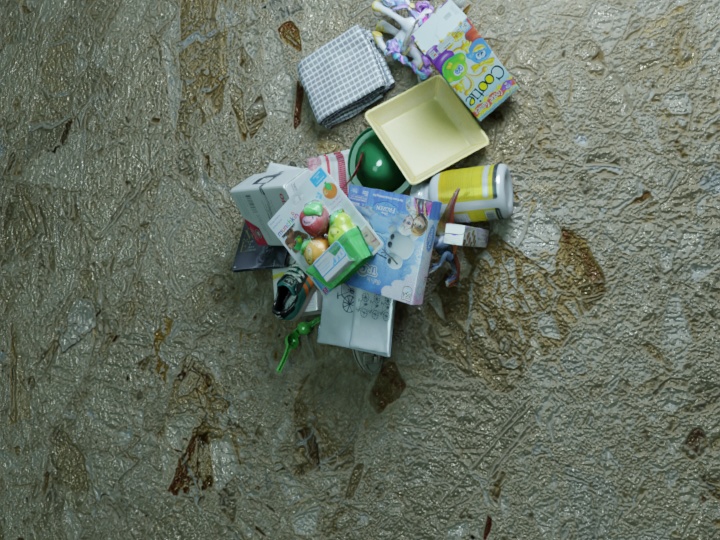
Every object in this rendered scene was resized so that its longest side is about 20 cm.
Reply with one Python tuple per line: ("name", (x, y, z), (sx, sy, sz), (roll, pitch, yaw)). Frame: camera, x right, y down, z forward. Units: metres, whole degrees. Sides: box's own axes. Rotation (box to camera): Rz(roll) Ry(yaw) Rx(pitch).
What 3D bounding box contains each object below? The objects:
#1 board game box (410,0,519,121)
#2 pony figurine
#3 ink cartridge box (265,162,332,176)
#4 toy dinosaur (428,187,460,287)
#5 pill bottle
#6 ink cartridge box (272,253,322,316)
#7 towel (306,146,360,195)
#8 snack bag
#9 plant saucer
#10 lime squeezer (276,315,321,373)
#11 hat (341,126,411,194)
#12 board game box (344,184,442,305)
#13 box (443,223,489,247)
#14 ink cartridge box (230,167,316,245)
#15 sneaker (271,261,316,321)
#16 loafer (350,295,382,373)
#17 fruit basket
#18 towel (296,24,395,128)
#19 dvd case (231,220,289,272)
("board game box", (0.209, -0.416, 1.253), (0.103, 0.200, 0.105), (-39, 38, 18))
("pony figurine", (0.113, -0.521, 1.350), (0.200, 0.166, 0.193), (50, 146, 15))
("ink cartridge box", (-0.149, -0.182, 1.469), (0.199, 0.050, 0.110), (16, 81, 34))
("toy dinosaur", (0.176, -0.043, 1.284), (0.199, 0.181, 0.106), (-29, 42, 34))
("pill bottle", (0.210, -0.155, 1.304), (0.198, 0.112, 0.113), (-3, 87, 24))
("ink cartridge box", (-0.144, 0.005, 1.479), (0.116, 0.067, 0.202), (-11, 78, 23))
("towel", (-0.032, -0.211, 1.467), (0.199, 0.023, 0.145), (-9, 85, 24))
("snack bag", (-0.011, 0.072, 1.314), (0.199, 0.021, 0.190), (6, 92, 37))
("plant saucer", (0.139, -0.294, 1.343), (0.199, 0.048, 0.201), (-29, 74, -9))
("lime squeezer", (-0.140, 0.151, 1.478), (0.200, 0.071, 0.038), (-46, 103, -13))
("hat", (0.031, -0.233, 1.337), (0.164, 0.176, 0.202), (6, 90, 12))
("board game box", (0.048, -0.054, 1.233), (0.199, 0.043, 0.201), (16, 101, 35))
("box", (0.214, -0.068, 1.250), (0.041, 0.200, 0.039), (11, 95, 25))
("ink cartridge box", (-0.171, -0.134, 1.364), (0.199, 0.083, 0.146), (3, 126, 45))
("sneaker", (-0.135, 0.019, 1.391), (0.071, 0.080, 0.201), (23, 92, 24))
("loafer", (0.022, 0.145, 1.362), (0.063, 0.072, 0.201), (24, 130, 50))
("fruit basket", (-0.076, -0.070, 1.223), (0.200, 0.094, 0.185), (49, 120, 1))
("towel", (-0.038, -0.447, 1.444), (0.199, 0.085, 0.167), (-26, 79, 22))
("dvd case", (-0.224, -0.091, 1.505), (0.148, 0.016, 0.201), (-5, 59, 26))
